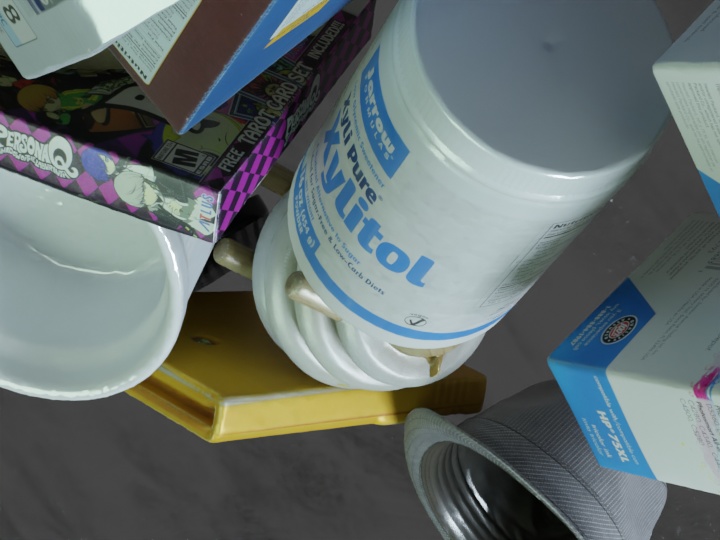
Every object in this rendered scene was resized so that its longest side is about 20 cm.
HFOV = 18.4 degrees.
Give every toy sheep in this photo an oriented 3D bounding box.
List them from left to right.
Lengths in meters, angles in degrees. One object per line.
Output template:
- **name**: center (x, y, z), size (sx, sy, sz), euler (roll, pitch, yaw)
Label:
- **toy sheep**: center (0.000, 0.000, 1.207), size (0.200, 0.137, 0.139), euler (32, 153, 59)

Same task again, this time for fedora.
- **fedora**: center (0.111, 0.123, 1.246), size (0.177, 0.090, 0.200), euler (39, 159, 21)

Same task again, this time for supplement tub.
- **supplement tub**: center (0.051, -0.057, 1.038), size (0.132, 0.132, 0.200), euler (44, 151, 6)

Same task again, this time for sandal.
- **sandal**: center (-0.091, -0.024, 1.347), size (0.045, 0.075, 0.200), euler (55, 168, 5)

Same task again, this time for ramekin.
- **ramekin**: center (-0.168, -0.038, 1.183), size (0.199, 0.098, 0.202), euler (13, 133, 14)

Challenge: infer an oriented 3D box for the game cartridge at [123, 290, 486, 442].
- **game cartridge**: center (-0.055, 0.052, 1.293), size (0.176, 0.199, 0.033), euler (25, 109, 46)

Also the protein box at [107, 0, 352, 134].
- **protein box**: center (-0.021, -0.192, 0.893), size (0.135, 0.198, 0.200), euler (49, 154, 0)

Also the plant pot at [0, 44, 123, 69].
- **plant pot**: center (-0.127, -0.230, 1.054), size (0.187, 0.187, 0.201), euler (33, 136, 27)

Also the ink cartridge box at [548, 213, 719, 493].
- **ink cartridge box**: center (0.194, 0.041, 0.963), size (0.199, 0.116, 0.068), euler (10, 135, 52)

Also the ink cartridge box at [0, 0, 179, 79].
- **ink cartridge box**: center (-0.117, -0.159, 0.805), size (0.161, 0.047, 0.200), euler (59, 156, -13)

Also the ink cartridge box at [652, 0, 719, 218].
- **ink cartridge box**: center (0.222, -0.050, 0.869), size (0.199, 0.067, 0.117), euler (9, 135, 52)

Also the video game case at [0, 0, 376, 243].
- **video game case**: center (-0.110, -0.107, 1.096), size (0.180, 0.200, 0.036), euler (20, 130, 13)
